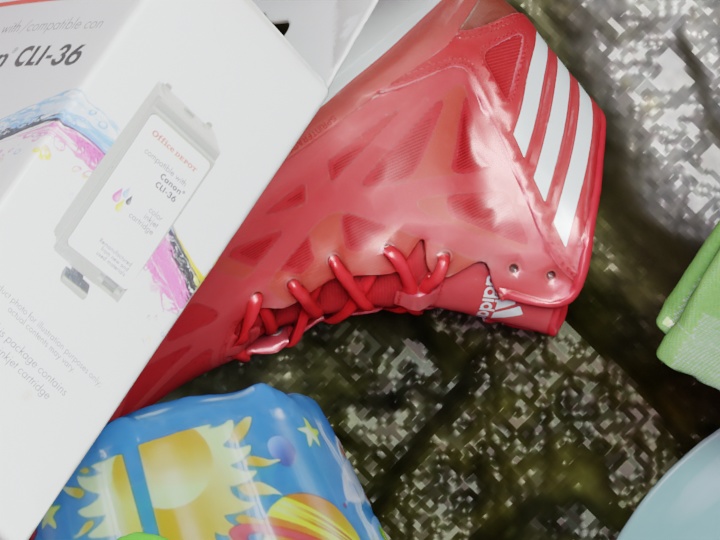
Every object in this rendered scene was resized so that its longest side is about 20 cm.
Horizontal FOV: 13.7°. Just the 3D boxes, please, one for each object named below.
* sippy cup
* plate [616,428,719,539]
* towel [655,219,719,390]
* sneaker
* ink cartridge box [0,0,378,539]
[{"bbox_3d":[-0.040,0.107,0.857,0.140,0.178,0.130,-11,75,-28],"label":"sippy cup"},{"bbox_3d":[0.164,0.129,0.894,0.200,0.026,0.200,1,80,-6],"label":"plate"},{"bbox_3d":[0.202,0.001,0.860,0.200,0.031,0.149,25,107,-13],"label":"towel"},{"bbox_3d":[0.000,0.000,0.896,0.116,0.078,0.200,41,77,2],"label":"sneaker"},{"bbox_3d":[-0.090,-0.025,0.826,0.068,0.116,0.200,47,63,-29],"label":"ink cartridge box"}]
